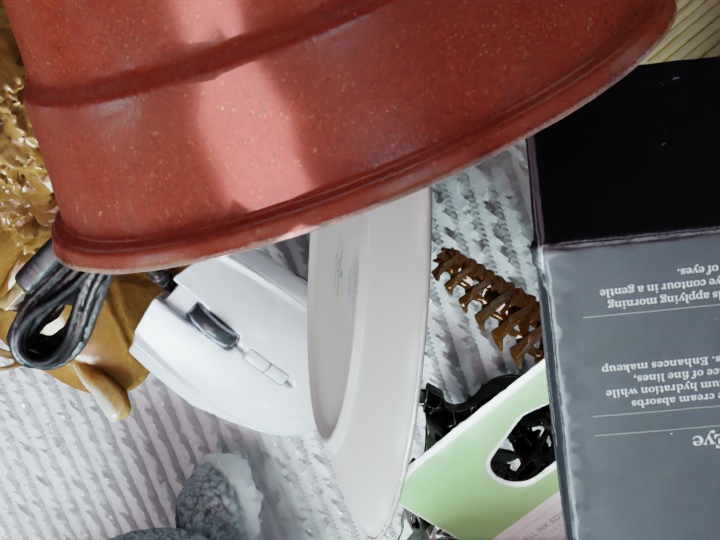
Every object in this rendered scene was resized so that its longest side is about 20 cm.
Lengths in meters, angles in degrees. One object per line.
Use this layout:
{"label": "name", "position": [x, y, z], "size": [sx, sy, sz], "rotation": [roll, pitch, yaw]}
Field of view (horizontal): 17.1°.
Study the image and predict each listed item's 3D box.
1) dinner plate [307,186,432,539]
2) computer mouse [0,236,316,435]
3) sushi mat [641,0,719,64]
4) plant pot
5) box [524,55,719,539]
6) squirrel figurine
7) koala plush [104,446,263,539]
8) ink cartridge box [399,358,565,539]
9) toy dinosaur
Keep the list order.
{"label": "dinner plate", "position": [0.000, 0.000, 0.896], "size": [0.024, 0.200, 0.200], "rotation": [2, 136, -9]}
{"label": "computer mouse", "position": [-0.052, 0.023, 0.980], "size": [0.110, 0.044, 0.200], "rotation": [-48, 138, 10]}
{"label": "sushi mat", "position": [0.157, -0.102, 0.794], "size": [0.200, 0.012, 0.096], "rotation": [-40, 67, 42]}
{"label": "plant pot", "position": [-0.035, -0.131, 0.694], "size": [0.201, 0.201, 0.196], "rotation": [-9, 111, 37]}
{"label": "box", "position": [0.158, 0.029, 0.770], "size": [0.200, 0.104, 0.182], "rotation": [-5, 123, 4]}
{"label": "squirrel figurine", "position": [-0.137, -0.024, 1.000], "size": [0.187, 0.142, 0.200], "rotation": [45, 139, -20]}
{"label": "koala plush", "position": [-0.098, 0.195, 1.147], "size": [0.184, 0.177, 0.200], "rotation": [28, 142, 22]}
{"label": "ink cartridge box", "position": [0.129, 0.084, 0.912], "size": [0.200, 0.048, 0.146], "rotation": [34, 128, -19]}
{"label": "toy dinosaur", "position": [0.085, 0.072, 0.999], "size": [0.136, 0.102, 0.200], "rotation": [-21, 97, 25]}
